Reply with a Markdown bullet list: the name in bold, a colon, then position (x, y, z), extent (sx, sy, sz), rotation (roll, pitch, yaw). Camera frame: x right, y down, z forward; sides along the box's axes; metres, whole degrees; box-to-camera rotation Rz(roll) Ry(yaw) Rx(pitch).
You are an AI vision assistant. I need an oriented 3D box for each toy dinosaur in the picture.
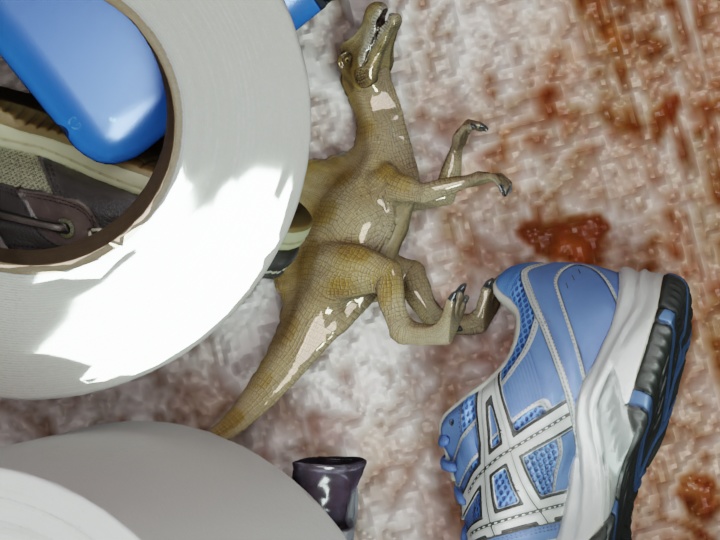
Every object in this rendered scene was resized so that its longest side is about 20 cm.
- **toy dinosaur**: position (0.000, 0.000, 1.141), extent (0.101, 0.058, 0.200), rotation (17, 79, 20)

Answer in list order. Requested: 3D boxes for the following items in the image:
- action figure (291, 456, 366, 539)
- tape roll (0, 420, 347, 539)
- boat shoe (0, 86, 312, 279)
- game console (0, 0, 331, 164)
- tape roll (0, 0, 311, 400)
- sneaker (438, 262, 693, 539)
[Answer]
- **action figure**: position (-0.030, 0.172, 1.109), extent (0.130, 0.069, 0.201), rotation (0, 90, -4)
- **tape roll**: position (-0.102, 0.159, 1.019), extent (0.202, 0.139, 0.203), rotation (1, 94, 21)
- **boat shoe**: position (-0.113, -0.028, 1.132), extent (0.200, 0.073, 0.065), rotation (20, 102, 22)
- **game console**: position (-0.094, -0.170, 1.101), extent (0.171, 0.118, 0.200), rotation (-38, 102, 1)
- **tape roll**: position (-0.118, -0.055, 1.038), extent (0.202, 0.037, 0.203), rotation (-2, 100, -9)
- **sneaker**: position (0.064, 0.090, 1.115), extent (0.077, 0.076, 0.200), rotation (16, 77, 16)
